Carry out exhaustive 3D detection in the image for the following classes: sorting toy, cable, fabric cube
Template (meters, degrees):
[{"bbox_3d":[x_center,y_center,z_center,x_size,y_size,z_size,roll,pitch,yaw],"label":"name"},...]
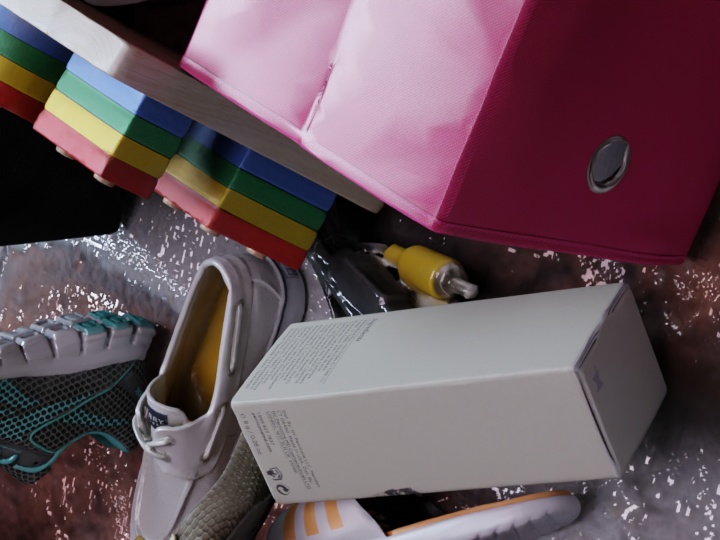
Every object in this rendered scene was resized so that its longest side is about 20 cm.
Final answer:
[{"bbox_3d":[-0.118,-0.084,1.314,0.199,0.200,0.070,34,96,46],"label":"sorting toy"},{"bbox_3d":[0.000,0.000,1.358,0.200,0.050,0.097,50,135,47],"label":"cable"},{"bbox_3d":[0.072,-0.138,1.183,0.200,0.196,0.200,35,108,39],"label":"fabric cube"}]

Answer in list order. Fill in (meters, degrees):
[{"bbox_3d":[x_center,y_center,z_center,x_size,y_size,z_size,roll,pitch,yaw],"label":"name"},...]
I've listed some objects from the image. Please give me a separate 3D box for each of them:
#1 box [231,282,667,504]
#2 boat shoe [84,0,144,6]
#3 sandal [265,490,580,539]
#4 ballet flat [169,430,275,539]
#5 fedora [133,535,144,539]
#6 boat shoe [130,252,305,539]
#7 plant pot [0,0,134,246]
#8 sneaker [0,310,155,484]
[{"bbox_3d":[0.043,0.062,1.238,0.200,0.082,0.068,-6,119,33],"label":"box"},{"bbox_3d":[-0.076,-0.215,1.350,0.201,0.061,0.072,-30,56,2],"label":"boat shoe"},{"bbox_3d":[0.022,0.126,1.296,0.206,0.079,0.059,-20,73,31],"label":"sandal"},{"bbox_3d":[-0.065,0.110,1.306,0.046,0.200,0.067,27,137,5],"label":"ballet flat"},{"bbox_3d":[-0.072,0.233,1.344,0.201,0.082,0.201,166,90,-77],"label":"fedora"},{"bbox_3d":[-0.097,0.081,1.406,0.071,0.070,0.200,37,111,37],"label":"boat shoe"},{"bbox_3d":[-0.244,-0.141,1.446,0.200,0.200,0.178,47,129,34],"label":"plant pot"},{"bbox_3d":[-0.208,0.082,1.435,0.078,0.200,0.091,-165,69,-65],"label":"sneaker"}]
